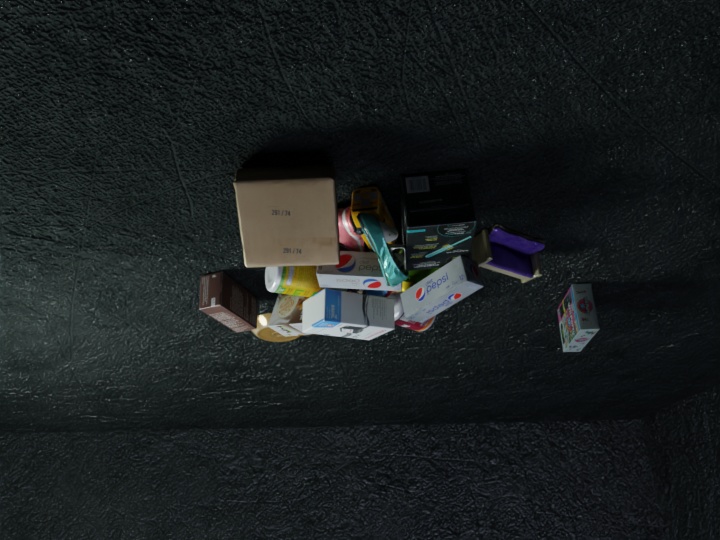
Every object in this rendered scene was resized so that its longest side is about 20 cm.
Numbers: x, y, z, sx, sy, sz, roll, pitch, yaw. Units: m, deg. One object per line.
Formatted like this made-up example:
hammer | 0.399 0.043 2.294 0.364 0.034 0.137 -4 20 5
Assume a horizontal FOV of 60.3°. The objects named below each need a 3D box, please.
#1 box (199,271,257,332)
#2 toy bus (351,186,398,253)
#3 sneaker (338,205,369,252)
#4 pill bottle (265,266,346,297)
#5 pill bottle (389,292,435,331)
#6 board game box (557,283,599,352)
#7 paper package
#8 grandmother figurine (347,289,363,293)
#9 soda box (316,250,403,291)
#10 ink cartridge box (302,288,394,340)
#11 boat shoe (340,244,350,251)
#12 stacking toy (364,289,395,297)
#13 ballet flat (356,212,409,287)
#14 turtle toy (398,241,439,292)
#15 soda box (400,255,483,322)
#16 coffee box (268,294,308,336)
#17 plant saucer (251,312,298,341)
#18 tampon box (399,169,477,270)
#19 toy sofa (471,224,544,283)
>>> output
box | -0.362 0.091 1.715 0.074 0.102 0.200 -11 152 15
toy bus | 0.036 -0.102 1.399 0.064 0.080 0.200 -5 154 16
sneaker | -0.027 -0.089 1.453 0.085 0.075 0.201 3 152 19
pill bottle | -0.132 0.010 1.567 0.197 0.113 0.111 9 151 -24
pill bottle | 0.118 0.100 1.778 0.198 0.115 0.112 21 145 -39
board game box | 0.665 0.147 1.904 0.063 0.150 0.201 -2 154 2
paper package | -0.142 -0.108 1.244 0.196 0.104 0.194 -3 114 -1
grandmother figurine | -0.052 0.059 1.740 0.119 0.061 0.201 -12 156 -3
soda box | 0.000 0.000 1.441 0.196 0.069 0.064 3 150 6
ink cartridge box | -0.031 0.114 1.566 0.197 0.085 0.145 9 159 -26
boat shoe | -0.086 -0.048 1.506 0.198 0.073 0.065 19 152 -27
stacking toy | 0.113 0.012 1.636 0.197 0.118 0.110 -4 159 -26
ballet flat | 0.056 -0.054 1.324 0.069 0.068 0.202 -22 124 6
turtle toy | 0.126 -0.024 1.527 0.197 0.148 0.101 4 -167 -15
soda box | 0.184 0.046 1.427 0.063 0.069 0.199 16 141 -39
coffee box | -0.150 0.113 1.713 0.198 0.116 0.079 -8 147 42
plant saucer | -0.263 0.190 1.997 0.197 0.036 0.201 -3 154 -1
tampon box | 0.164 -0.105 1.357 0.147 0.128 0.201 -5 154 1
toy sofa | 0.378 -0.039 1.566 0.198 0.084 0.097 15 149 -33
